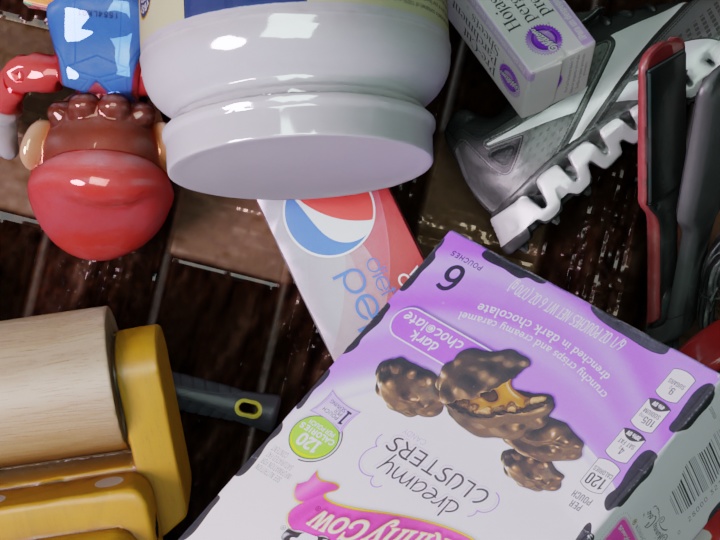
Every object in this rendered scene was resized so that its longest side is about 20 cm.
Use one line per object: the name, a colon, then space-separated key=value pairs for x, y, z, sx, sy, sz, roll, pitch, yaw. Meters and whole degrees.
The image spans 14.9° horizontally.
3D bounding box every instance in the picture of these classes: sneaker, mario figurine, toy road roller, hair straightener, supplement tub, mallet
sneaker: x=0.123 y=-0.103 z=1.362 sx=0.200 sy=0.066 sz=0.091 roll=-40 pitch=89 yaw=3
mario figurine: x=-0.127 y=-0.105 z=1.370 sx=0.123 sy=0.106 sz=0.200 roll=7 pitch=97 yaw=42
toy road roller: x=-0.144 y=0.129 z=1.309 sx=0.123 sy=0.146 sz=0.200 roll=-9 pitch=105 yaw=2
hair straightener: x=0.167 y=-0.010 z=1.325 sx=0.077 sy=0.041 sz=0.200 roll=22 pitch=123 yaw=35
supplement tub: x=-0.032 y=-0.143 z=1.268 sx=0.145 sy=0.145 sz=0.200 roll=-3 pitch=78 yaw=2
mallet: x=-0.142 y=0.059 z=1.385 sx=0.200 sy=0.041 sz=0.066 roll=21 pitch=89 yaw=-1

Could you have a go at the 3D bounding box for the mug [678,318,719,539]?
mug: x=0.181 y=0.116 z=1.322 sx=0.200 sy=0.133 sz=0.178 roll=-35 pitch=93 yaw=5

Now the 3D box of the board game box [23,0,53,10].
board game box: x=-0.063 y=-0.163 z=1.397 sx=0.200 sy=0.019 sz=0.103 roll=13 pitch=87 yaw=3

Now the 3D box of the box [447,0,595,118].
box: x=0.044 y=-0.164 z=1.344 sx=0.039 sy=0.041 sz=0.200 roll=-26 pitch=65 yaw=-17

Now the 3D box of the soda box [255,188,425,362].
soda box: x=0.000 y=0.000 z=1.361 sx=0.063 sy=0.070 sz=0.200 roll=-25 pitch=87 yaw=1

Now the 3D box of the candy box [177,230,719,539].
candy box: x=0.046 y=0.103 z=1.221 sx=0.168 sy=0.072 sz=0.200 roll=29 pitch=70 yaw=37
